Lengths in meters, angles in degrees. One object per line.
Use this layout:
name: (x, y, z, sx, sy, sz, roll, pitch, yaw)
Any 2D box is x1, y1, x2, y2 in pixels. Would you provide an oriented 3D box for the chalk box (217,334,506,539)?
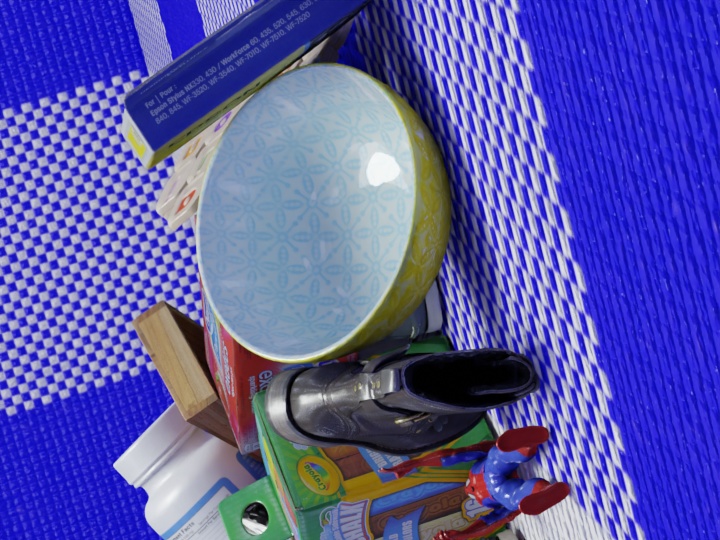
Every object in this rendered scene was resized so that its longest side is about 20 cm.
chalk box: (-0.007, 0.155, 1.607, 0.124, 0.199, 0.125, 82, 167, -45)

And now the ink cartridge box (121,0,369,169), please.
ink cartridge box: (-0.072, -0.145, 1.454, 0.047, 0.197, 0.200, 55, 174, -5)

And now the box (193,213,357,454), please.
box: (-0.062, 0.038, 1.627, 0.201, 0.099, 0.096, 90, 161, -54)

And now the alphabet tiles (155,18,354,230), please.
alphabet tiles: (-0.079, -0.117, 1.620, 0.015, 0.200, 0.196, 40, -141, -18)

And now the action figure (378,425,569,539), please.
action figure: (0.072, 0.146, 1.451, 0.200, 0.098, 0.066, 112, 140, -81)

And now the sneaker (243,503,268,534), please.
sneaker: (-0.025, 0.259, 1.806, 0.080, 0.199, 0.074, -62, -9, 17)

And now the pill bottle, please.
pill bottle: (-0.117, 0.210, 1.893, 0.200, 0.112, 0.112, 46, 171, -1)

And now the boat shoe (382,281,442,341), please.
boat shoe: (0.009, -0.040, 1.587, 0.073, 0.061, 0.201, -129, 23, -69)

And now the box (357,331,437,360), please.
box: (0.000, 0.000, 1.709, 0.082, 0.068, 0.201, 95, 156, -66)

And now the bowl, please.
bowl: (-0.005, -0.032, 1.470, 0.107, 0.200, 0.201, 13, -132, -48)

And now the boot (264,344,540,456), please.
boot: (0.053, 0.081, 1.402, 0.174, 0.199, 0.070, -14, 81, 50)

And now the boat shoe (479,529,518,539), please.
boat shoe: (0.111, 0.292, 1.582, 0.073, 0.062, 0.201, -163, 56, -80)

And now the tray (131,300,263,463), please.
tray: (-0.119, 0.098, 1.809, 0.099, 0.037, 0.200, 59, -173, 23)
